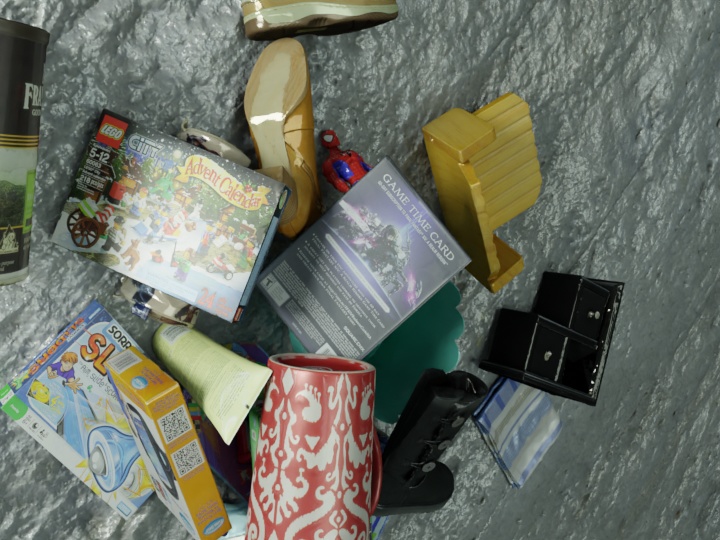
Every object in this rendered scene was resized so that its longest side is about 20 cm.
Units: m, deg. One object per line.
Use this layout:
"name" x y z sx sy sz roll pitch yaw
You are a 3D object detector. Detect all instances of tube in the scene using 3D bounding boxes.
"tube" -0.155 0.104 0.797 0.051 0.198 0.060 -13 110 -32

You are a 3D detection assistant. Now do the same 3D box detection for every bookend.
"bookend" 0.300 0.085 1.216 0.196 0.091 0.205 22 81 -38

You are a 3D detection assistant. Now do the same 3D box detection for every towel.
"towel" 0.263 0.249 1.287 0.147 0.024 0.202 -47 126 -20

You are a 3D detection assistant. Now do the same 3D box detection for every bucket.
"bucket" 0.017 0.067 0.966 0.203 0.134 0.213 -13 111 -35

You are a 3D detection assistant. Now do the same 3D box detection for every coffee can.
"coffee can" -0.335 -0.102 0.631 0.144 0.145 0.206 2 102 -38

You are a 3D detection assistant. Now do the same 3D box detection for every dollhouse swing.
"dollhouse swing" 0.197 -0.118 1.048 0.172 0.182 0.204 -22 117 -9

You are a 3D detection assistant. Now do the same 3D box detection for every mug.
"mug" -0.045 0.189 0.781 0.129 0.177 0.206 5 93 6

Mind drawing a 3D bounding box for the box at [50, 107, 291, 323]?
"box" -0.181 -0.053 0.753 0.038 0.196 0.140 29 83 -83

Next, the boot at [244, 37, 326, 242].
"boot" -0.077 -0.134 0.875 0.144 0.069 0.207 56 35 -68

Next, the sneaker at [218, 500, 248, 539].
"sneaker" -0.092 0.278 0.932 0.195 0.074 0.084 -16 73 -1

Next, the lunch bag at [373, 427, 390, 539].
"lunch bag" -0.023 0.300 1.037 0.160 0.082 0.203 35 81 -42

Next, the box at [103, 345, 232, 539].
"box" -0.193 0.187 0.796 0.041 0.118 0.205 -26 117 -29

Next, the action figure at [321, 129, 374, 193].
"action figure" 0.012 -0.088 0.900 0.064 0.201 0.052 -23 153 -30

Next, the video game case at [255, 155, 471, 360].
"video game case" 0.000 0.000 0.837 0.199 0.019 0.144 -41 89 6

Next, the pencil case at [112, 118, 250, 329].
"pencil case" -0.182 -0.046 0.812 0.088 0.078 0.205 20 89 -23

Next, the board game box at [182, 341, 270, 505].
"board game box" -0.107 0.171 0.889 0.201 0.039 0.159 48 45 -12

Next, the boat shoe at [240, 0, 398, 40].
"boat shoe" -0.041 -0.304 0.865 0.197 0.071 0.078 -16 96 -36

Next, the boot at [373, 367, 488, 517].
"boot" 0.097 0.207 0.965 0.162 0.066 0.203 -2 124 -45

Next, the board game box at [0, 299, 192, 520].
"board game box" -0.264 0.151 0.829 0.136 0.034 0.202 -47 126 -19

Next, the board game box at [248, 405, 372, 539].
"board game box" -0.051 0.237 0.853 0.131 0.029 0.206 -8 102 -29
